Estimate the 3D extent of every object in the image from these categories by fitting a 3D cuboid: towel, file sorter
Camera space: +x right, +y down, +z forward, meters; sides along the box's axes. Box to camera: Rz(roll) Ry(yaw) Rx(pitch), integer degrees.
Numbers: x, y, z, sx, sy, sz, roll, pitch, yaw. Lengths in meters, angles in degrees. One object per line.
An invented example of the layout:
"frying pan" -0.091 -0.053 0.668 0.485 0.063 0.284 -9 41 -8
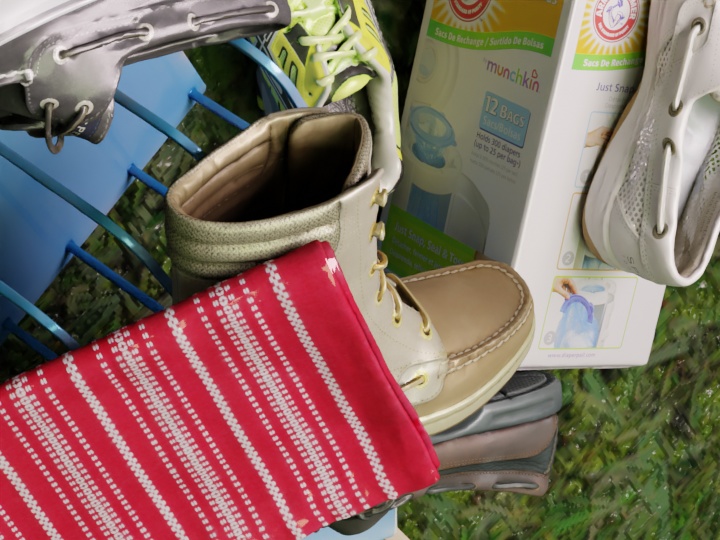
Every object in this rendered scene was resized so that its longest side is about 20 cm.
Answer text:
"towel" -0.076 0.078 0.991 0.199 0.023 0.145 -25 130 0
"file sorter" -0.117 -0.015 1.056 0.200 0.122 0.139 -51 151 -10

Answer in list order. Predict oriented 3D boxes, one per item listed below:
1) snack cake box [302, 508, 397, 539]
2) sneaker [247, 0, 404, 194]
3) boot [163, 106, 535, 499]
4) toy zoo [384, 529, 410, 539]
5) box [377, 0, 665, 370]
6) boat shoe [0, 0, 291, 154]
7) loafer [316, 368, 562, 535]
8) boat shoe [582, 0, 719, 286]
"snack cake box" -0.094 0.098 1.166 0.199 0.115 0.068 -14 118 -28
"sneaker" -0.020 -0.122 1.138 0.075 0.076 0.201 -33 124 -14
"boot" 0.000 0.000 1.036 0.199 0.072 0.156 -20 135 -29
"toy zoo" -0.057 0.201 1.298 0.200 0.020 0.131 -48 128 -6
"box" 0.090 -0.066 1.184 0.101 0.112 0.202 1 109 -36
"boat shoe" -0.111 -0.081 0.947 0.199 0.070 0.067 -28 94 -31
"loafer" 0.011 0.094 1.116 0.199 0.072 0.063 -12 105 -30
"boat shoe" 0.167 -0.088 1.113 0.070 0.069 0.202 10 101 -37
